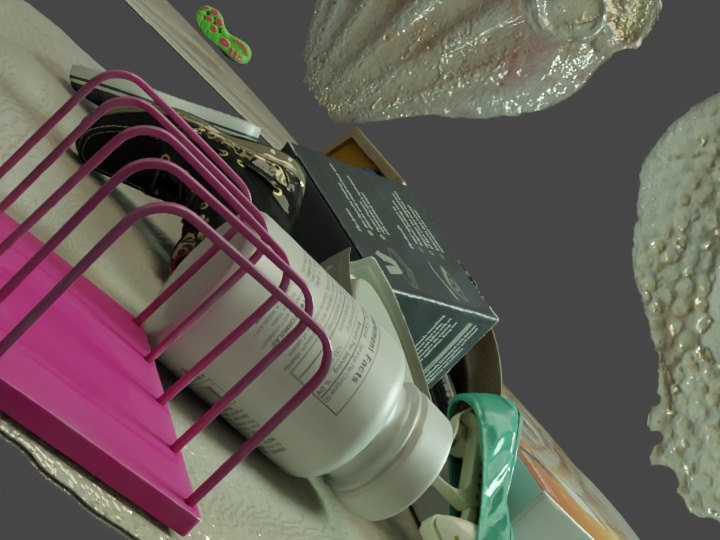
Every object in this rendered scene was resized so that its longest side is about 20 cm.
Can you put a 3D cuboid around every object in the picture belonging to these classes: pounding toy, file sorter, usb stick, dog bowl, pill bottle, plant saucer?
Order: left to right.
[{"bbox_3d":[-0.112,0.001,0.637,0.139,0.125,0.200,44,6,-31],"label":"file sorter"},{"bbox_3d":[-0.036,0.067,0.810,0.200,0.114,0.114,45,6,-20],"label":"pill bottle"},{"bbox_3d":[-0.047,-0.091,1.619,0.143,0.183,0.200,57,-3,-41],"label":"pounding toy"},{"bbox_3d":[0.004,0.081,0.983,0.200,0.058,0.202,-21,90,-79],"label":"dog bowl"},{"bbox_3d":[0.086,0.127,1.370,0.056,0.032,0.202,74,-1,-73],"label":"usb stick"},{"bbox_3d":[0.095,0.104,1.426,0.034,0.202,0.201,-8,37,-25],"label":"plant saucer"}]

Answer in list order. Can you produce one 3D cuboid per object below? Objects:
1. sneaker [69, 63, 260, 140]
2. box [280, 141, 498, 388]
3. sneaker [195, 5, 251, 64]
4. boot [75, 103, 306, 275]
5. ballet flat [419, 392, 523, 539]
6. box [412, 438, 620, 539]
[{"bbox_3d":[-0.204,-0.142,1.255,0.198,0.080,0.078,20,6,-13],"label":"sneaker"},{"bbox_3d":[0.000,0.000,1.228,0.199,0.118,0.197,17,33,-50],"label":"box"},{"bbox_3d":[-0.382,-0.638,3.418,0.200,0.077,0.084,50,-12,0],"label":"sneaker"},{"bbox_3d":[-0.138,-0.053,1.006,0.198,0.074,0.151,18,38,-17],"label":"boot"},{"bbox_3d":[0.077,0.178,0.922,0.070,0.067,0.202,20,53,-15],"label":"ballet flat"},{"bbox_3d":[0.151,0.240,1.047,0.200,0.106,0.152,45,6,-24],"label":"box"}]
